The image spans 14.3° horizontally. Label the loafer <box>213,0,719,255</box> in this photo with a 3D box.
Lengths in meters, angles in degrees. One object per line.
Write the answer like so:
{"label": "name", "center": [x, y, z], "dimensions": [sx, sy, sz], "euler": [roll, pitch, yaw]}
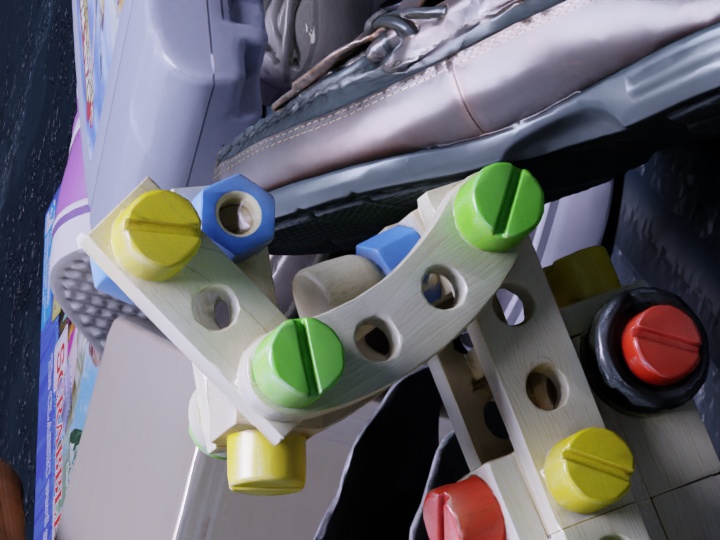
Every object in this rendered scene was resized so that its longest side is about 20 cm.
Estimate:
{"label": "loafer", "center": [0.044, -0.052, 0.689], "dimensions": [0.200, 0.072, 0.063], "euler": [-16, 77, 37]}

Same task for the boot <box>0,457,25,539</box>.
{"label": "boot", "center": [-0.134, 0.158, 0.846], "dimensions": [0.200, 0.068, 0.189], "euler": [-153, 77, -72]}

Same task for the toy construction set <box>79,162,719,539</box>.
{"label": "toy construction set", "center": [0.022, 0.062, 0.652], "dimensions": [0.092, 0.131, 0.200], "euler": [-5, 101, 65]}

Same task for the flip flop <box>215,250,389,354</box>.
{"label": "flip flop", "center": [0.000, 0.000, 0.862], "dimensions": [0.081, 0.058, 0.200], "euler": [-61, -9, -2]}

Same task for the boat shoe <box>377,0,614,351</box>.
{"label": "boat shoe", "center": [0.037, -0.073, 0.812], "dimensions": [0.070, 0.066, 0.200], "euler": [-164, 83, -72]}

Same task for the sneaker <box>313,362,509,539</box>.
{"label": "sneaker", "center": [0.026, 0.132, 0.750], "dimensions": [0.060, 0.104, 0.200], "euler": [6, 123, 43]}

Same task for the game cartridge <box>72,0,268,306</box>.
{"label": "game cartridge", "center": [-0.060, -0.097, 0.846], "dimensions": [0.133, 0.041, 0.200], "euler": [115, 153, -53]}

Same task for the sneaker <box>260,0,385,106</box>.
{"label": "sneaker", "center": [-0.025, -0.081, 0.989], "dimensions": [0.200, 0.081, 0.075], "euler": [-163, 84, -70]}

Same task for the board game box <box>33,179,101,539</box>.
{"label": "board game box", "center": [-0.090, 0.013, 1.194], "dimensions": [0.200, 0.041, 0.200], "euler": [125, 149, -52]}

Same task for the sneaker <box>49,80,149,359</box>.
{"label": "sneaker", "center": [-0.055, -0.006, 0.984], "dimensions": [0.201, 0.073, 0.114], "euler": [80, -172, -58]}

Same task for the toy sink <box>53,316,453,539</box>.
{"label": "toy sink", "center": [-0.031, 0.127, 0.852], "dimensions": [0.130, 0.112, 0.200], "euler": [-164, 89, -72]}
